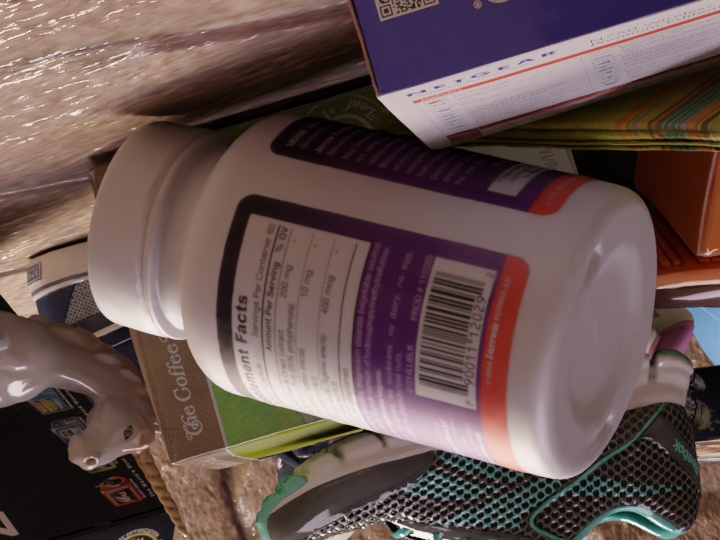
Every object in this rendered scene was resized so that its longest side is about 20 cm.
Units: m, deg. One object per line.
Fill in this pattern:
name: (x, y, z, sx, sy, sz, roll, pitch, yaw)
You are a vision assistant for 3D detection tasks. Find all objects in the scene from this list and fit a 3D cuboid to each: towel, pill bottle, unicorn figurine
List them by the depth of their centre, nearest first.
towel: (0.102, -0.065, 1.078, 0.200, 0.018, 0.086, 4, -151, 46)
pill bottle: (0.002, 0.003, 1.092, 0.199, 0.112, 0.111, 14, -171, 24)
unicorn figurine: (-0.174, 0.040, 1.259, 0.137, 0.200, 0.074, -5, 125, -51)

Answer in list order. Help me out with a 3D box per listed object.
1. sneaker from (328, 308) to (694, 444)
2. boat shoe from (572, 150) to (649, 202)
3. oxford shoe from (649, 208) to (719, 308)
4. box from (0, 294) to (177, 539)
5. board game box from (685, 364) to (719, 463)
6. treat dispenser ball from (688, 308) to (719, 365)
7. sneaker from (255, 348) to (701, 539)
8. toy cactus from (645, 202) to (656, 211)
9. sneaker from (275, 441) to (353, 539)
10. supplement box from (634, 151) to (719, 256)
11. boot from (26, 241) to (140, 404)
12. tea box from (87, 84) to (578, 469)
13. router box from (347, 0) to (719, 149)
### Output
sneaker: (0.063, 0.045, 1.424, 0.200, 0.089, 0.081, -25, 154, -23)
boat shoe: (0.135, -0.052, 1.502, 0.199, 0.076, 0.074, -16, 179, 5)
oxford shoe: (0.198, 0.008, 1.266, 0.199, 0.073, 0.071, -3, -150, -13)
box: (-0.202, 0.083, 1.318, 0.161, 0.200, 0.049, -14, 133, -31)
board game box: (0.179, 0.066, 1.329, 0.200, 0.035, 0.135, -9, 170, 39)
treat dispenser ball: (0.284, -0.011, 1.703, 0.200, 0.201, 0.201, -16, 175, -1)
sneaker: (0.056, 0.098, 1.230, 0.199, 0.092, 0.078, -16, 174, -4)
toy cactus: (0.191, -0.046, 1.386, 0.165, 0.200, 0.102, -53, 157, -28)
sneaker: (-0.032, 0.042, 1.426, 0.084, 0.201, 0.075, -2, -167, -39)
supplement box: (0.223, -0.058, 1.244, 0.199, 0.069, 0.067, -6, -148, -22)
boot: (-0.065, 0.014, 1.479, 0.199, 0.091, 0.073, -15, 175, -7)
tea box: (0.000, 0.000, 1.267, 0.196, 0.134, 0.200, -17, 175, 0)
router box: (0.103, -0.099, 0.967, 0.199, 0.049, 0.179, -16, 175, 5)
